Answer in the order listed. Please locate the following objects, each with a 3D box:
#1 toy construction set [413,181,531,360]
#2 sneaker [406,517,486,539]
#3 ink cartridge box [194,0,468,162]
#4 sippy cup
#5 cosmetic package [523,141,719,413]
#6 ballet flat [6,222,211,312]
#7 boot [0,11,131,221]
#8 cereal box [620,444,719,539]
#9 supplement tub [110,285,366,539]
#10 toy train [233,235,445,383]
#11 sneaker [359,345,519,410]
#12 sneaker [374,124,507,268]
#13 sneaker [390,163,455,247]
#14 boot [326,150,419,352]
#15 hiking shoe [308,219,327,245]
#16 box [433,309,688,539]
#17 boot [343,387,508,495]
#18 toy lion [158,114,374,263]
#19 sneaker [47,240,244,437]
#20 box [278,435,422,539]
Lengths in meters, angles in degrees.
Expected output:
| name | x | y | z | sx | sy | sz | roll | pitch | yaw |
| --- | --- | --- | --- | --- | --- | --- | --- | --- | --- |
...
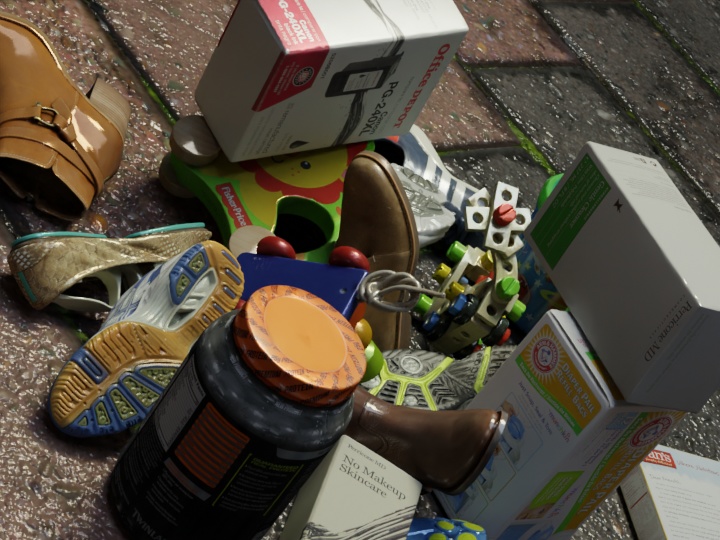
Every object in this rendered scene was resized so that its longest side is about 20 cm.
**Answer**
| name | x | y | z | sx | sy | sz | roll | pitch | yaw |
| --- | --- | --- | --- | --- | --- | --- | --- | --- | --- |
| toy construction set | 0.110 | 0.009 | 1.612 | 0.092 | 0.200 | 0.131 | 29 | 66 | 5 |
| sneaker | 0.064 | 0.253 | 1.360 | 0.071 | 0.083 | 0.200 | 4 | 26 | -6 |
| ink cartridge box | -0.024 | -0.182 | 1.560 | 0.200 | 0.145 | 0.083 | -12 | 60 | -34 |
| sippy cup | 0.202 | -0.003 | 1.746 | 0.140 | 0.130 | 0.178 | 48 | 35 | 16 |
| cosmetic package | 0.223 | 0.004 | 1.413 | 0.085 | 0.108 | 0.200 | 12 | 34 | -34 |
| ballet flat | -0.198 | 0.000 | 1.451 | 0.200 | 0.070 | 0.065 | -8 | 80 | -44 |
| boot | -0.292 | -0.134 | 1.511 | 0.200 | 0.074 | 0.155 | 26 | 38 | -11 |
| cereal box | 0.315 | 0.250 | 1.619 | 0.144 | 0.040 | 0.200 | 18 | 37 | -27 |
| supplement tub | -0.085 | 0.112 | 1.274 | 0.122 | 0.200 | 0.123 | 25 | 35 | -18 |
| toy train | -0.008 | 0.047 | 1.432 | 0.200 | 0.116 | 0.085 | 8 | 53 | 29 |
| sneaker | 0.066 | 0.115 | 1.533 | 0.199 | 0.077 | 0.076 | 1 | 47 | -22 |
| sneaker | 0.063 | -0.065 | 1.757 | 0.084 | 0.075 | 0.200 | -14 | 51 | -45 |
| sneaker | 0.033 | -0.031 | 1.636 | 0.078 | 0.100 | 0.200 | 30 | 12 | 1 |
| boot | 0.000 | 0.000 | 1.516 | 0.075 | 0.201 | 0.074 | -19 | 26 | -40 |
| hiking shoe | -0.073 | -0.093 | 1.676 | 0.100 | 0.076 | 0.200 | -8 | 50 | -26 |
| box | 0.159 | 0.134 | 1.471 | 0.112 | 0.200 | 0.101 | 2 | 46 | -41 |
| boot | -0.004 | 0.104 | 1.398 | 0.200 | 0.186 | 0.064 | 32 | 60 | -12 |
| toy lion | -0.067 | -0.078 | 1.590 | 0.191 | 0.069 | 0.200 | -14 | 61 | -27 |
| sneaker | -0.172 | 0.060 | 1.381 | 0.200 | 0.088 | 0.075 | -45 | 107 | -33 |
| box | -0.020 | 0.217 | 1.323 | 0.082 | 0.068 | 0.200 | 32 | 34 | -7 |
